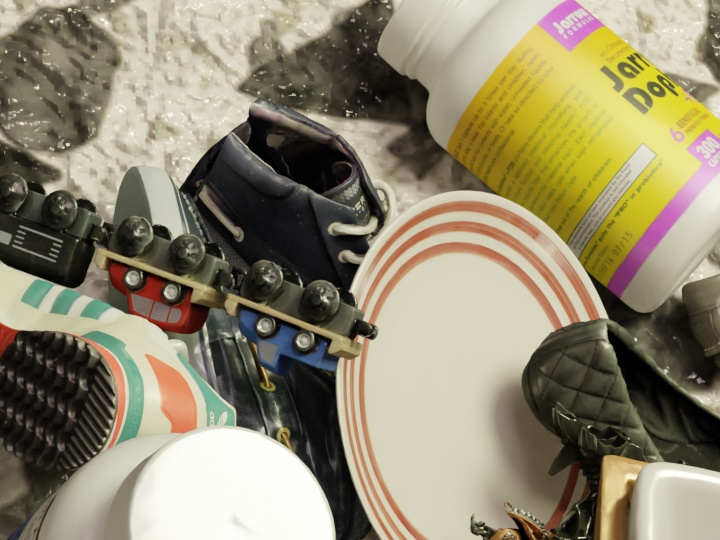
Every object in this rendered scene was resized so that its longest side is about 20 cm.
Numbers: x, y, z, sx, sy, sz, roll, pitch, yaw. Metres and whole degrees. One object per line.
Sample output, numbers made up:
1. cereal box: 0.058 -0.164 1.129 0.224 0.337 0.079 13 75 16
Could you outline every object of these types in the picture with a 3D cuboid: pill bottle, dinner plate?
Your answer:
1. pill bottle: 0.106 -0.078 1.216 0.200 0.104 0.104 41 52 9
2. dinner plate: 0.056 0.063 1.104 0.199 0.024 0.202 12 72 -41
3. pill bottle: -0.085 0.129 0.928 0.110 0.200 0.112 10 65 -22

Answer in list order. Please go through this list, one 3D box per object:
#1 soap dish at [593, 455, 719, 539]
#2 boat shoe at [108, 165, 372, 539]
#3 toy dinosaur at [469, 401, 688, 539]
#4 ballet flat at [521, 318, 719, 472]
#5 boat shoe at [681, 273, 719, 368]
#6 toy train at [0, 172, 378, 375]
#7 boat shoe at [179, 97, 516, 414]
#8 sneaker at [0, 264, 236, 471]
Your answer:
1. soap dish: 0.159 0.183 0.923 0.156 0.081 0.201 14 52 -10
2. boat shoe: -0.058 0.042 1.098 0.090 0.071 0.201 -2 63 -27
3. toy dinosaur: 0.101 0.144 1.067 0.102 0.136 0.200 31 11 33
4. ballet flat: 0.162 0.088 1.129 0.199 0.057 0.067 31 51 -26
5. boat shoe: 0.248 -0.013 1.247 0.200 0.067 0.057 -33 89 -33
6. toy train: -0.085 0.005 1.041 0.199 0.034 0.046 19 88 20
7. boat shoe: 0.000 0.000 1.127 0.199 0.093 0.075 32 51 1
8. sneaker: -0.132 0.044 1.032 0.093 0.071 0.199 13 7 -40
